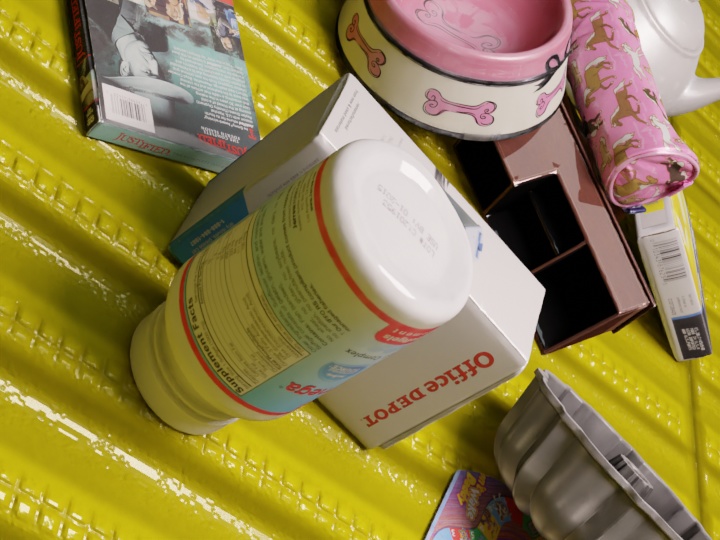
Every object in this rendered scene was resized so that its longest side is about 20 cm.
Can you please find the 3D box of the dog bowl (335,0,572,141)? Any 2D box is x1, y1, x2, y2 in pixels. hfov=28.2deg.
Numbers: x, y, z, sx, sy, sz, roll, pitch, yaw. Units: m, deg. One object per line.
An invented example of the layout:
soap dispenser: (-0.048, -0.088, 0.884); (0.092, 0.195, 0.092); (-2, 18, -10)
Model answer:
dog bowl: (0.083, -0.201, 1.158); (0.198, 0.074, 0.202); (9, 49, -10)

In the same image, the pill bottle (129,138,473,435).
pill bottle: (-0.040, 0.019, 0.814); (0.108, 0.199, 0.110); (29, 45, -33)

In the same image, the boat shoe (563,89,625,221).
boat shoe: (0.167, -0.123, 1.292); (0.201, 0.070, 0.070); (57, -2, -8)

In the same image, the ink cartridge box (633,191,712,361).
ink cartridge box: (0.281, -0.053, 1.324); (0.198, 0.046, 0.202); (58, 28, -48)

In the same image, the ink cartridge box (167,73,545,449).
ink cartridge box: (0.000, 0.000, 0.923); (0.200, 0.146, 0.086); (45, 35, -18)

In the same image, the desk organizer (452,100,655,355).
desk organizer: (0.157, -0.040, 1.187); (0.076, 0.072, 0.202); (-17, 76, -25)

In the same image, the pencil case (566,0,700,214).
pencil case: (0.221, -0.148, 1.222); (0.087, 0.082, 0.202); (79, -3, -56)

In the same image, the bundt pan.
bundt pan: (0.171, 0.168, 1.019); (0.202, 0.076, 0.202); (44, 8, -8)

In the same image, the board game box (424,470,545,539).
board game box: (0.110, 0.224, 0.980); (0.158, 0.039, 0.200); (50, 36, -12)

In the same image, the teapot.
teapot: (0.275, -0.251, 1.440); (0.199, 0.146, 0.199); (18, 51, -41)

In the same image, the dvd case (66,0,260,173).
dvd case: (-0.139, -0.166, 0.986); (0.145, 0.022, 0.202); (13, 54, -45)
